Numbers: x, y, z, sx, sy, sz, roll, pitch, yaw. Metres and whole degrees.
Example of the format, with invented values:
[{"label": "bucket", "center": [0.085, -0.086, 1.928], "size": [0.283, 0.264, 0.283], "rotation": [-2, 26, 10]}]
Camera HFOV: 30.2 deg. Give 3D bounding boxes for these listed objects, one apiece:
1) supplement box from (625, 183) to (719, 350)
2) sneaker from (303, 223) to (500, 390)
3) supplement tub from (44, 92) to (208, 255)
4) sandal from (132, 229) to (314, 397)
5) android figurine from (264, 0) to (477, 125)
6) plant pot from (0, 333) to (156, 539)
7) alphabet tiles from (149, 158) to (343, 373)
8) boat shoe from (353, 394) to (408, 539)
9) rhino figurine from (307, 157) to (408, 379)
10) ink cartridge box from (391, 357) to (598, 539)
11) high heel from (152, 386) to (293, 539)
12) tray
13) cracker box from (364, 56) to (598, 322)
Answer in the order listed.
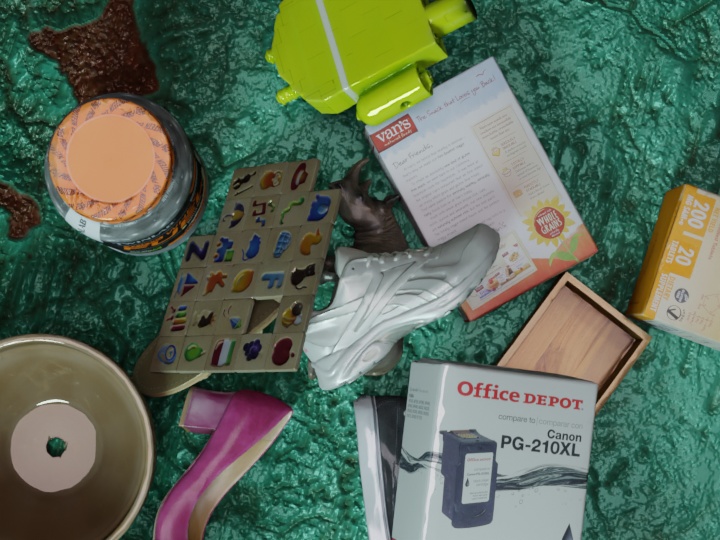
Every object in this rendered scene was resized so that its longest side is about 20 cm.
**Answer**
[{"label": "supplement box", "center": [0.355, 0.016, 1.197], "size": [0.199, 0.074, 0.127], "rotation": [19, 87, 0]}, {"label": "sneaker", "center": [0.025, 0.010, 1.129], "size": [0.200, 0.078, 0.100], "rotation": [-36, 92, -5]}, {"label": "supplement tub", "center": [-0.196, -0.079, 1.127], "size": [0.122, 0.200, 0.123], "rotation": [0, 87, -1]}, {"label": "sandal", "center": [-0.101, 0.056, 1.185], "size": [0.211, 0.070, 0.078], "rotation": [-40, 44, 12]}, {"label": "android figurine", "center": [0.003, -0.216, 1.189], "size": [0.199, 0.041, 0.183], "rotation": [-27, 64, 18]}, {"label": "plant pot", "center": [-0.273, 0.156, 1.164], "size": [0.199, 0.093, 0.202], "rotation": [0, 87, -1]}, {"label": "alphabet tiles", "center": [-0.097, -0.005, 1.162], "size": [0.166, 0.008, 0.201], "rotation": [-4, 62, 37]}, {"label": "boat shoe", "center": [0.036, 0.208, 1.185], "size": [0.066, 0.070, 0.201], "rotation": [-7, 79, 0]}, {"label": "rhino figurine", "center": [0.000, 0.000, 1.195], "size": [0.087, 0.060, 0.201], "rotation": [3, 89, 1]}, {"label": "ink cartridge box", "center": [0.110, 0.181, 1.127], "size": [0.144, 0.084, 0.201], "rotation": [8, 86, -15]}, {"label": "high heel", "center": [-0.123, 0.204, 1.179], "size": [0.095, 0.067, 0.201], "rotation": [9, 73, 10]}, {"label": "tray", "center": [0.163, 0.111, 1.206], "size": [0.098, 0.037, 0.200], "rotation": [37, 85, 1]}, {"label": "cracker box", "center": [0.107, -0.072, 1.205], "size": [0.133, 0.058, 0.201], "rotation": [-28, 88, -2]}]
